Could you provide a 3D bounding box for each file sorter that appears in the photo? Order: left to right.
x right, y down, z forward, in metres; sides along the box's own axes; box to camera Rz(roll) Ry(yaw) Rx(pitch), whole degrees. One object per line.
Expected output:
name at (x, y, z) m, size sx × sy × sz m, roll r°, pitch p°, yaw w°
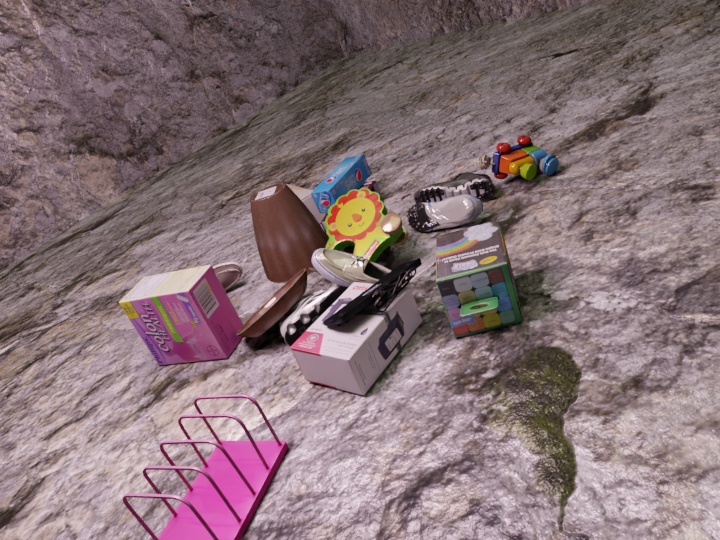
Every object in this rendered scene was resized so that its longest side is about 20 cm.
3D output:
file sorter at (-0.227, 0.296, 0.924) m, size 0.138 × 0.126 × 0.201 m, roll -8°, pitch 31°, yaw 28°

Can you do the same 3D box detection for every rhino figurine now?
rhino figurine at (-0.023, -0.030, 1.413) m, size 0.198 × 0.060 × 0.088 m, roll -17°, pitch 34°, yaw 7°

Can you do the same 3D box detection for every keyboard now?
keyboard at (0.033, 0.048, 1.094) m, size 0.199 × 0.040 × 0.104 m, roll -37°, pitch 8°, yaw -25°

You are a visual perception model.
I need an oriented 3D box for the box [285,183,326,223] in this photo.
box at (-0.186, -0.181, 1.778) m, size 0.077 × 0.096 × 0.199 m, roll -34°, pitch 30°, yaw -22°

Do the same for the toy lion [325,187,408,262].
toy lion at (-0.008, -0.080, 1.351) m, size 0.191 × 0.069 × 0.201 m, roll 30°, pitch 79°, yaw 33°

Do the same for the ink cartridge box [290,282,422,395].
ink cartridge box at (-0.003, 0.114, 1.115) m, size 0.144 × 0.085 × 0.200 m, roll 5°, pitch 38°, yaw 41°

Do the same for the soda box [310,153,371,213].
soda box at (-0.048, -0.233, 1.659) m, size 0.067 × 0.065 × 0.200 m, roll -5°, pitch 32°, yaw 36°

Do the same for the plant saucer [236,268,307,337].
plant saucer at (-0.177, 0.076, 1.308) m, size 0.200 × 0.037 × 0.200 m, roll -43°, pitch 7°, yaw 7°

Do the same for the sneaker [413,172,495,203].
sneaker at (0.229, -0.194, 1.509) m, size 0.198 × 0.067 × 0.091 m, roll -8°, pitch 28°, yaw 20°

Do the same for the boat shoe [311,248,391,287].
boat shoe at (0.000, 0.000, 1.223) m, size 0.198 × 0.062 × 0.072 m, roll 25°, pitch 44°, yaw 2°

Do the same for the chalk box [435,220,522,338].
chalk box at (0.202, 0.025, 1.074) m, size 0.123 × 0.125 × 0.201 m, roll -14°, pitch 30°, yaw 16°

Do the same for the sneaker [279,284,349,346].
sneaker at (-0.081, 0.070, 1.267) m, size 0.199 × 0.075 × 0.088 m, roll -29°, pitch 30°, yaw -12°

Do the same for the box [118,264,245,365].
box at (-0.379, 0.099, 1.336) m, size 0.198 × 0.177 × 0.097 m, roll -8°, pitch 30°, yaw 27°

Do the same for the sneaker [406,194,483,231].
sneaker at (0.192, -0.130, 1.433) m, size 0.199 × 0.073 × 0.072 m, roll -5°, pitch -3°, yaw 43°

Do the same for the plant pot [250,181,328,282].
plant pot at (-0.188, -0.106, 1.528) m, size 0.185 × 0.202 × 0.188 m, roll -18°, pitch 28°, yaw 10°

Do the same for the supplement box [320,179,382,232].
supplement box at (-0.019, -0.162, 1.647) m, size 0.108 × 0.061 × 0.201 m, roll -11°, pitch 29°, yaw 25°

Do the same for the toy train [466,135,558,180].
toy train at (0.356, -0.241, 1.447) m, size 0.198 × 0.085 × 0.116 m, roll -22°, pitch 38°, yaw -28°

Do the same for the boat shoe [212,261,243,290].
boat shoe at (-0.382, 0.045, 1.556) m, size 0.198 × 0.072 × 0.060 m, roll -25°, pitch 33°, yaw 6°
